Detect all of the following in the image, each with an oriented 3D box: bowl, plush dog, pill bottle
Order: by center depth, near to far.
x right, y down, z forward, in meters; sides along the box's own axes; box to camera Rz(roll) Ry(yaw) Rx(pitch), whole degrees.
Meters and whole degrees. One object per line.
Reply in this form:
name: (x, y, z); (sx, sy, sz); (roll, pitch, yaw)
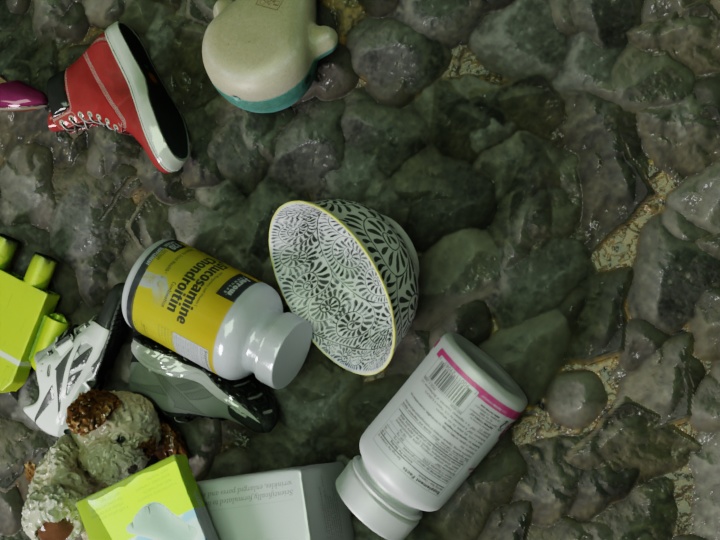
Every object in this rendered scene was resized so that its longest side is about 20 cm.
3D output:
pill bottle: (0.070, 0.174, 1.320); (0.113, 0.113, 0.201); (42, 100, 17)
bowl: (0.000, 0.000, 1.349); (0.200, 0.094, 0.203); (35, 140, 35)
pill bottle: (-0.156, 0.051, 1.404); (0.198, 0.112, 0.113); (25, 94, 21)
plush dog: (-0.289, 0.212, 1.425); (0.172, 0.200, 0.160); (-52, 51, 4)

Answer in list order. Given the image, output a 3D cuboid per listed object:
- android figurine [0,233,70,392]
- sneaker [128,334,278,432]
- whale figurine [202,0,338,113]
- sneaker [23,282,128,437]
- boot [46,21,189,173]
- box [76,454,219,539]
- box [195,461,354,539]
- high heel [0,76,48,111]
android figurine: (-0.438, 0.064, 1.543); (0.180, 0.041, 0.202); (22, 93, 19)
sneaker: (-0.178, 0.139, 1.438); (0.198, 0.074, 0.080); (23, 105, 24)
whale figurine: (-0.091, -0.266, 1.428); (0.157, 0.104, 0.202); (17, 68, 20)
sneaker: (-0.331, 0.096, 1.479); (0.088, 0.074, 0.202); (26, 94, 5)
boot: (-0.291, -0.171, 1.494); (0.144, 0.072, 0.202); (-35, 68, 14)
box: (-0.197, 0.304, 1.294); (0.121, 0.048, 0.202); (-26, 78, 6)
box: (-0.113, 0.319, 1.365); (0.196, 0.131, 0.203); (-10, 83, 18)
high heel: (-0.460, -0.247, 1.554); (0.197, 0.067, 0.098); (10, 100, 23)
